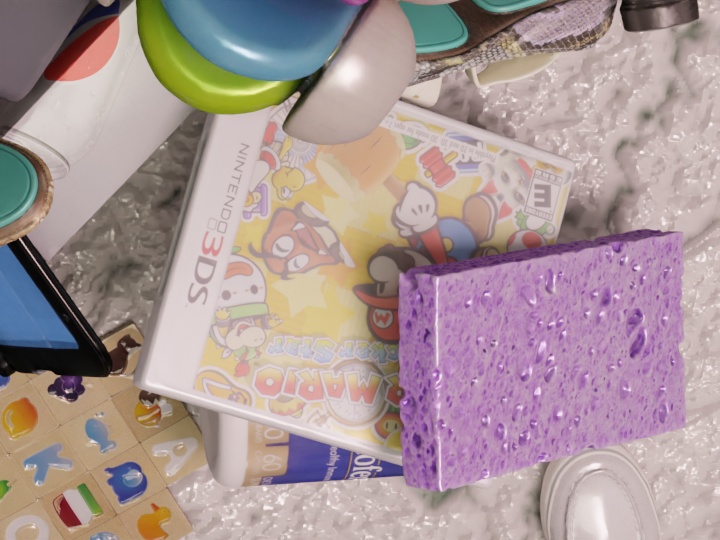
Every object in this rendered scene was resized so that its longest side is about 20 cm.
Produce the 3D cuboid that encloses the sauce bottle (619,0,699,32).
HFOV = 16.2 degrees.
[{"bbox_3d":[0.140,-0.225,1.313,0.066,0.066,0.200,-10,99,-7],"label":"sauce bottle"}]

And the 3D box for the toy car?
[{"bbox_3d":[-0.027,-0.163,1.174,0.175,0.150,0.200,36,88,-7],"label":"toy car"}]

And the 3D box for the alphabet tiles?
[{"bbox_3d":[-0.192,0.116,1.439,0.200,0.006,0.166,-29,114,2],"label":"alphabet tiles"}]

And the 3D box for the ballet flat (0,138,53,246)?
[{"bbox_3d":[-0.231,-0.027,1.246,0.200,0.071,0.065,1,152,22],"label":"ballet flat"}]

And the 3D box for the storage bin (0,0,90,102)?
[{"bbox_3d":[-0.186,-0.183,1.254,0.134,0.146,0.200,27,105,-30],"label":"storage bin"}]

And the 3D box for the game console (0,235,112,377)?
[{"bbox_3d":[-0.255,0.004,1.318,0.176,0.116,0.200,-32,112,2],"label":"game console"}]

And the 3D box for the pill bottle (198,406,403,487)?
[{"bbox_3d":[0.014,0.056,1.395,0.200,0.116,0.116,-3,113,-10],"label":"pill bottle"}]

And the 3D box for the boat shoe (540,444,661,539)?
[{"bbox_3d":[0.150,0.196,1.505,0.072,0.069,0.200,-7,113,-8],"label":"boat shoe"}]

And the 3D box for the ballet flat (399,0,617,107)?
[{"bbox_3d":[0.050,-0.121,1.339,0.200,0.072,0.072,-16,115,-23],"label":"ballet flat"}]

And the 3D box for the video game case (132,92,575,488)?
[{"bbox_3d":[0.000,0.000,1.313,0.200,0.023,0.182,18,82,-19],"label":"video game case"}]

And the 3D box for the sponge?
[{"bbox_3d":[0.098,0.043,1.322,0.200,0.030,0.112,-10,103,-45],"label":"sponge"}]

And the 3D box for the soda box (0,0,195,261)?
[{"bbox_3d":[-0.124,-0.103,1.331,0.200,0.063,0.068,-45,113,8],"label":"soda box"}]
